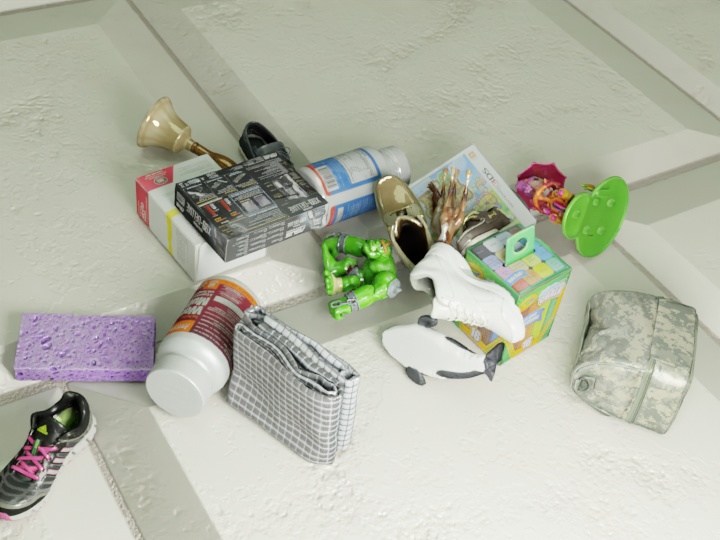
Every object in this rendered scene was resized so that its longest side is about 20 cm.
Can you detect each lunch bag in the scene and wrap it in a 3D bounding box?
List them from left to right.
[{"bbox_3d":[0.412,0.127,1.608,0.166,0.140,0.201,19,42,9],"label":"lunch bag"}]

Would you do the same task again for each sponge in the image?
[{"bbox_3d":[-0.401,0.113,1.556,0.197,0.030,0.112,1,43,-9],"label":"sponge"}]

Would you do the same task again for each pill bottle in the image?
[{"bbox_3d":[-0.226,0.109,1.533,0.108,0.110,0.201,18,43,9],"label":"pill bottle"},{"bbox_3d":[-0.013,-0.152,1.852,0.198,0.113,0.112,-20,50,-30],"label":"pill bottle"}]

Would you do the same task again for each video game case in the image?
[{"bbox_3d":[0.176,-0.101,1.824,0.199,0.022,0.183,-33,76,-20],"label":"video game case"}]

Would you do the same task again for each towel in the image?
[{"bbox_3d":[-0.099,0.160,1.462,0.199,0.167,0.085,32,52,23],"label":"towel"}]

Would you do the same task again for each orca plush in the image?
[{"bbox_3d":[0.132,0.116,1.599,0.198,0.107,0.071,-6,1,35],"label":"orca plush"}]

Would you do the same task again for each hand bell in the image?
[{"bbox_3d":[-0.293,-0.217,1.908,0.199,0.105,0.104,32,45,5],"label":"hand bell"}]

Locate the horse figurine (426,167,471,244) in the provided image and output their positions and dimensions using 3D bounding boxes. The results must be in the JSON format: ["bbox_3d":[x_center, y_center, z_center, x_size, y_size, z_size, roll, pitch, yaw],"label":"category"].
[{"bbox_3d":[0.142,-0.100,1.719,0.049,0.134,0.200,10,5,-7],"label":"horse figurine"}]

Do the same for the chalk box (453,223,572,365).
[{"bbox_3d":[0.237,0.021,1.644,0.124,0.201,0.124,-25,53,-30],"label":"chalk box"}]

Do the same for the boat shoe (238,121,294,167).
[{"bbox_3d":[-0.162,-0.198,1.911,0.074,0.063,0.201,-15,49,-27],"label":"boat shoe"}]

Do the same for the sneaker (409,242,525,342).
[{"bbox_3d":[0.152,0.052,1.565,0.199,0.078,0.099,39,62,24],"label":"sneaker"}]

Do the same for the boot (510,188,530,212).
[{"bbox_3d":[0.184,-0.091,1.868,0.199,0.070,0.174,31,55,16],"label":"boot"}]

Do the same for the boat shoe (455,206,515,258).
[{"bbox_3d":[0.195,-0.065,1.714,0.060,0.072,0.200,51,27,9],"label":"boat shoe"}]

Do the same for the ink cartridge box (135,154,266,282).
[{"bbox_3d":[-0.264,-0.089,1.757,0.144,0.084,0.200,-22,51,-31],"label":"ink cartridge box"}]

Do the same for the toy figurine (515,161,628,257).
[{"bbox_3d":[0.345,-0.126,1.875,0.183,0.152,0.199,30,21,38],"label":"toy figurine"}]

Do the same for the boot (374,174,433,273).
[{"bbox_3d":[0.072,-0.077,1.709,0.071,0.155,0.202,-24,79,4],"label":"boot"}]

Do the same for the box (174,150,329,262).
[{"bbox_3d":[-0.174,-0.106,1.695,0.199,0.050,0.158,-23,52,-33],"label":"box"}]

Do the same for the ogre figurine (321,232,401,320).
[{"bbox_3d":[0.000,0.000,1.708,0.118,0.099,0.200,-9,16,0],"label":"ogre figurine"}]

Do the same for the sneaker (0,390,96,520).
[{"bbox_3d":[-0.416,0.233,1.380,0.073,0.088,0.200,22,44,13],"label":"sneaker"}]
